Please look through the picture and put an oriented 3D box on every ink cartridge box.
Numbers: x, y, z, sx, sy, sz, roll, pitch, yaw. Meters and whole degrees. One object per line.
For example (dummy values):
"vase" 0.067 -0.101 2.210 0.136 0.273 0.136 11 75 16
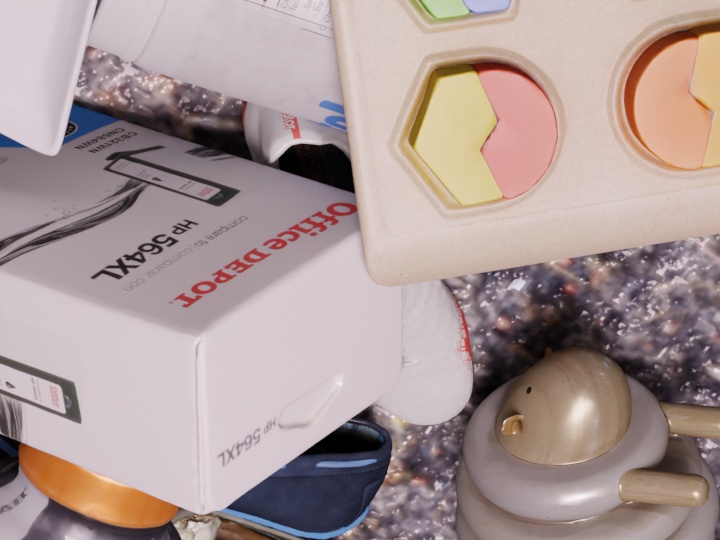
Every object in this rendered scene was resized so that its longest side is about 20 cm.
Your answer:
"ink cartridge box" -0.099 0.008 0.955 0.200 0.146 0.084 17 121 30

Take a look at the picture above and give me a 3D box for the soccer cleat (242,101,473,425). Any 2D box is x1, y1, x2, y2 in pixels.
"soccer cleat" 0.000 0.000 1.043 0.069 0.085 0.200 -20 118 6

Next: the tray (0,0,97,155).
"tray" -0.139 -0.151 0.898 0.107 0.022 0.200 27 123 13

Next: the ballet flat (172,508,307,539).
"ballet flat" -0.026 0.166 1.137 0.200 0.064 0.068 21 90 -14

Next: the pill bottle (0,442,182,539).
"pill bottle" -0.141 0.154 0.988 0.106 0.106 0.200 19 110 -14

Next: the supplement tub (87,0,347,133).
"supplement tub" -0.003 -0.124 0.951 0.200 0.132 0.132 17 116 -12

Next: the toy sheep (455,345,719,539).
"toy sheep" 0.111 0.118 1.093 0.138 0.138 0.200 -9 124 0

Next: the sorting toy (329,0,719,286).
"sorting toy" 0.082 -0.095 0.883 0.185 0.036 0.200 -9 111 -5

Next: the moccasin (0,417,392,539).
"moccasin" -0.079 0.067 1.084 0.200 0.081 0.068 13 132 -26
